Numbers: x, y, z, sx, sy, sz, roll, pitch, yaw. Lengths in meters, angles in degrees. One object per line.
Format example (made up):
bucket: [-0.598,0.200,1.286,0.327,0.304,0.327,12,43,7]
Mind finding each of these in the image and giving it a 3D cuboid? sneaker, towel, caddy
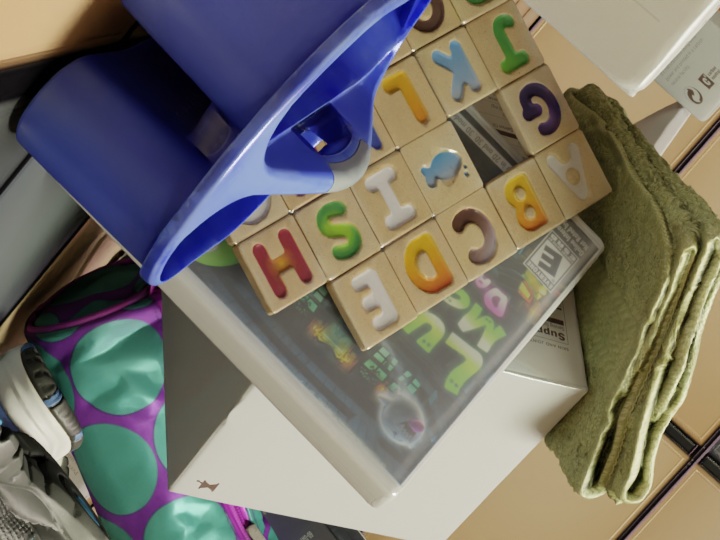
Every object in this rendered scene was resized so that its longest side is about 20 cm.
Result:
sneaker: [-0.176,0.114,1.252,0.082,0.073,0.200,-40,137,-4]
towel: [0.114,0.009,1.274,0.200,0.036,0.149,-121,-133,-61]
caddy: [-0.040,-0.069,1.028,0.141,0.105,0.200,-49,178,21]
sneaker: [-0.194,0.090,1.380,0.077,0.076,0.200,-30,169,-16]

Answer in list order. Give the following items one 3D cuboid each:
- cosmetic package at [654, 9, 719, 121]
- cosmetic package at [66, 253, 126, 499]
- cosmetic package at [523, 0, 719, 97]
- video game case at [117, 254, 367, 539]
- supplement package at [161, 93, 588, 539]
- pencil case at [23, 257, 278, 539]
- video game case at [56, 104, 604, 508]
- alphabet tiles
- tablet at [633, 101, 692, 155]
cosmetic package: [0.147,-0.188,1.428,0.101,0.200,0.071,-47,177,-30]
cosmetic package: [-0.150,0.065,1.606,0.200,0.074,0.102,-51,176,29]
cosmetic package: [0.122,-0.204,1.117,0.200,0.167,0.166,-50,177,12]
video game case: [-0.093,0.099,1.472,0.019,0.200,0.143,-37,177,-39]
supplement package: [0.000,0.000,1.306,0.152,0.150,0.201,-51,-146,44]
pencil case: [-0.101,0.096,1.396,0.092,0.201,0.085,-15,-164,31]
video game case: [-0.008,-0.026,1.183,0.182,0.200,0.023,-47,-175,-35]
alphabet tiles: [0.008,-0.067,1.176,0.200,0.168,0.008,-32,-174,-36]
tablet: [0.083,-0.026,1.447,0.200,0.014,0.130,-30,-170,31]
